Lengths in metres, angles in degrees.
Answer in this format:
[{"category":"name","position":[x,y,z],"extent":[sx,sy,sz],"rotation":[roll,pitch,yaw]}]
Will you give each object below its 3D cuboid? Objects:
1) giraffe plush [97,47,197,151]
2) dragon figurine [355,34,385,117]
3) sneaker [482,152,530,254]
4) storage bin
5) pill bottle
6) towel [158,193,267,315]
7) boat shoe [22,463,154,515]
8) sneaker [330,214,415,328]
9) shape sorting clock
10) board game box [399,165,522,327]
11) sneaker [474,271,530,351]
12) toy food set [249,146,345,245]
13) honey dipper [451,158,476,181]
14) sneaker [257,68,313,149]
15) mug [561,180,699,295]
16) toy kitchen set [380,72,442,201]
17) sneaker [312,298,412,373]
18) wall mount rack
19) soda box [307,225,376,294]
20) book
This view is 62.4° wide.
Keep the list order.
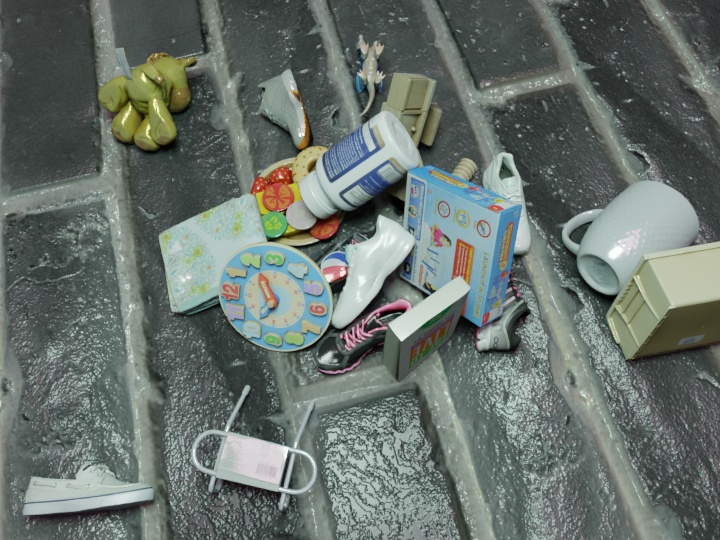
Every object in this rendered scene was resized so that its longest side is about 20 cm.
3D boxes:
[{"category":"giraffe plush","position":[-0.408,-0.361,1.192],"extent":[0.170,0.202,0.163],"rotation":[18,37,12]},{"category":"dragon figurine","position":[0.019,-0.408,1.247],"extent":[0.058,0.099,0.204],"rotation":[-2,84,-2]},{"category":"sneaker","position":[0.273,-0.127,1.107],"extent":[0.069,0.080,0.203],"rotation":[-8,67,-5]},{"category":"storage bin","position":[0.531,0.052,0.957],"extent":[0.197,0.200,0.095],"rotation":[-10,57,-4]},{"category":"pill bottle","position":[-0.006,-0.174,1.026],"extent":[0.199,0.110,0.112],"rotation":[-30,63,25]},{"category":"towel","position":[-0.260,-0.029,1.062],"extent":[0.197,0.048,0.173],"rotation":[-22,67,6]},{"category":"boat shoe","position":[-0.414,0.332,0.913],"extent":[0.197,0.071,0.071],"rotation":[-7,68,5]},{"category":"sneaker","position":[0.000,0.000,0.996],"extent":[0.088,0.075,0.201],"rotation":[37,90,-7]},{"category":"shape sorting clock","position":[-0.142,0.048,0.983],"extent":[0.197,0.203,0.039],"rotation":[16,29,8]},{"category":"board game box","position":[0.154,-0.043,0.970],"extent":[0.055,0.203,0.195],"rotation":[-21,38,-34]},{"category":"sneaker","position":[0.252,0.048,1.032],"extent":[0.086,0.074,0.203],"rotation":[10,71,6]},{"category":"toy food set","position":[-0.115,-0.136,1.131],"extent":[0.197,0.049,0.200],"rotation":[-16,66,-7]},{"category":"honey dipper","position":[0.158,-0.130,1.133],"extent":[0.038,0.038,0.201],"rotation":[30,71,14]},{"category":"sneaker","position":[-0.156,-0.315,1.208],"extent":[0.091,0.076,0.202],"rotation":[-18,59,0]},{"category":"mug","position":[0.450,-0.054,1.046],"extent":[0.175,0.149,0.199],"rotation":[-38,38,-17]},{"category":"toy kitchen set","position":[0.144,-0.233,1.093],"extent":[0.180,0.202,0.162],"rotation":[34,33,31]},{"category":"sneaker","position":[0.008,0.103,0.997],"extent":[0.198,0.096,0.080],"rotation":[-26,69,-9]},{"category":"wall mount rack","position":[-0.154,0.273,0.936],"extent":[0.197,0.075,0.176],"rotation":[12,70,6]},{"category":"soda box","position":[-0.046,-0.003,1.057],"extent":[0.198,0.071,0.064],"rotation":[-25,70,-10]},{"category":"book","position":[0.101,0.093,0.941],"extent":[0.133,0.201,0.048],"rotation":[-33,68,-14]}]
